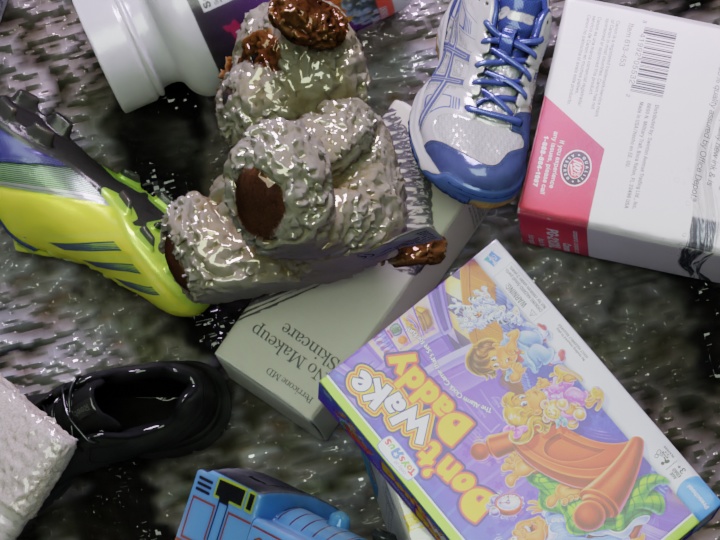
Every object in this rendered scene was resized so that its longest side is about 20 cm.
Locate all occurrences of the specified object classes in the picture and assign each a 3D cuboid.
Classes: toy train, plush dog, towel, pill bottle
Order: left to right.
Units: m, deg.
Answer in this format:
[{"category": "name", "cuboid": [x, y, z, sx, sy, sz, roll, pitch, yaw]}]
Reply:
[{"category": "towel", "cuboid": [-0.268, 0.108, 1.736, 0.200, 0.034, 0.133, 35, 95, 37]}, {"category": "pill bottle", "cuboid": [-0.077, -0.179, 1.791, 0.199, 0.111, 0.112, -25, 76, 0]}, {"category": "toy train", "cuboid": [-0.038, 0.192, 1.673, 0.200, 0.086, 0.115, 20, 95, 51]}, {"category": "plush dog", "cuboid": [-0.031, -0.083, 1.685, 0.160, 0.200, 0.173, -4, 77, -22]}]

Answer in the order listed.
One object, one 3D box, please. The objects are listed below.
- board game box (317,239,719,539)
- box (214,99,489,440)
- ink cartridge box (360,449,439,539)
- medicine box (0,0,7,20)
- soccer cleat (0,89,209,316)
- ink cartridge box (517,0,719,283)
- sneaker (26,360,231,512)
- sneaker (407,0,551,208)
[{"category": "board game box", "cuboid": [0.089, 0.103, 1.609, 0.134, 0.045, 0.200, -38, 79, -11]}, {"category": "box", "cuboid": [0.000, 0.000, 1.763, 0.082, 0.068, 0.200, 32, 81, 13]}, {"category": "ink cartridge box", "cuboid": [0.088, 0.162, 1.683, 0.125, 0.129, 0.201, -18, 76, -5]}, {"category": "medicine box", "cuboid": [-0.325, -0.201, 1.824, 0.181, 0.103, 0.201, 15, 78, 9]}, {"category": "soccer cleat", "cuboid": [-0.178, -0.030, 1.801, 0.200, 0.065, 0.084, 40, 113, 8]}, {"category": "ink cartridge box", "cuboid": [0.210, -0.074, 1.753, 0.199, 0.084, 0.145, 12, 78, 8]}, {"category": "sneaker", "cuboid": [-0.181, 0.097, 1.747, 0.199, 0.091, 0.076, -23, 77, 1]}, {"category": "sneaker", "cuboid": [0.078, -0.128, 1.732, 0.075, 0.088, 0.201, 15, 45, -11]}]
